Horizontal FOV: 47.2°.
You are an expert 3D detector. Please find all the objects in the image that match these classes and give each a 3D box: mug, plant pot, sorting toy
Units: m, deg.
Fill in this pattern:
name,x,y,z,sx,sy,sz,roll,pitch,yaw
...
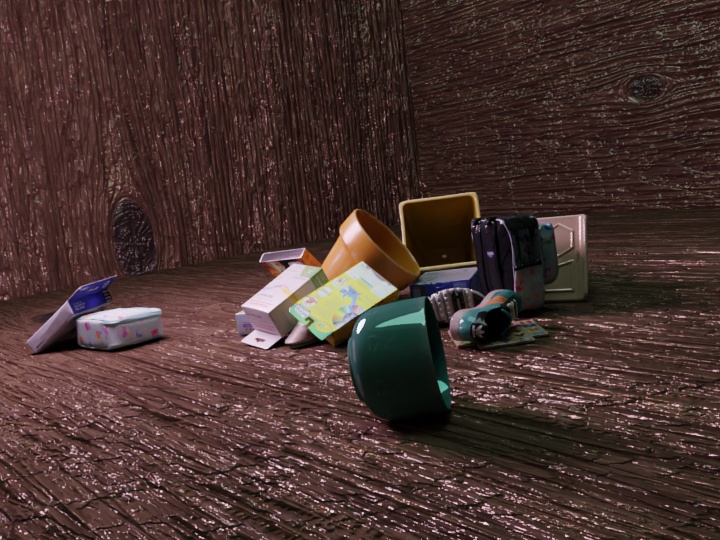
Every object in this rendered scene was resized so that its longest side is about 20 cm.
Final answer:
name,x,y,z,sx,sy,sz,roll,pitch,yaw
mug,0.053,0.133,1.098,0.113,0.187,0.153,-12,29,11
plant pot,0.207,-0.047,2.038,0.192,0.197,0.201,-7,-29,6
plant pot,0.000,0.000,1.821,0.183,0.200,0.200,-45,-3,16
sorting toy,0.395,-0.022,1.777,0.198,0.187,0.036,-5,-15,30

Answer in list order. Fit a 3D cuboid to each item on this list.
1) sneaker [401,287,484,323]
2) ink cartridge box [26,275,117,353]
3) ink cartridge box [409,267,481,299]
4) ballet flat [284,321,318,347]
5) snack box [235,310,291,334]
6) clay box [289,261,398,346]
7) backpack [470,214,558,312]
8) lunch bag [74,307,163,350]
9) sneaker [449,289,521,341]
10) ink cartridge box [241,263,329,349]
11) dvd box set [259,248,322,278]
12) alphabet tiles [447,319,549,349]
name,x,y,z,sx,sy,sz,roll,pitch,yaw
sneaker,0.158,0.077,1.667,0.198,0.076,0.081,-7,-2,2
ink cartridge box,-0.687,0.105,2.003,0.200,0.041,0.200,-44,-1,14
ink cartridge box,0.188,0.048,1.813,0.135,0.077,0.200,-6,6,17
ballet flat,-0.082,0.104,1.692,0.068,0.068,0.199,-3,9,42
snack box,-0.161,0.101,1.853,0.198,0.054,0.142,-5,9,20
clay box,-0.033,0.071,1.635,0.199,0.048,0.115,-32,51,-27
backpack,0.314,-0.013,1.686,0.149,0.203,0.177,-5,3,-17
lunch bag,-0.565,0.131,1.935,0.199,0.078,0.160,-1,10,43
sneaker,0.246,0.086,1.474,0.079,0.072,0.199,5,19,41
ink cartridge box,-0.166,0.072,1.722,0.200,0.068,0.117,-41,27,-28
dvd box set,-0.127,0.022,1.961,0.145,0.200,0.030,-4,52,41
alphabet tiles,0.250,0.115,1.513,0.164,0.006,0.200,-8,7,0
